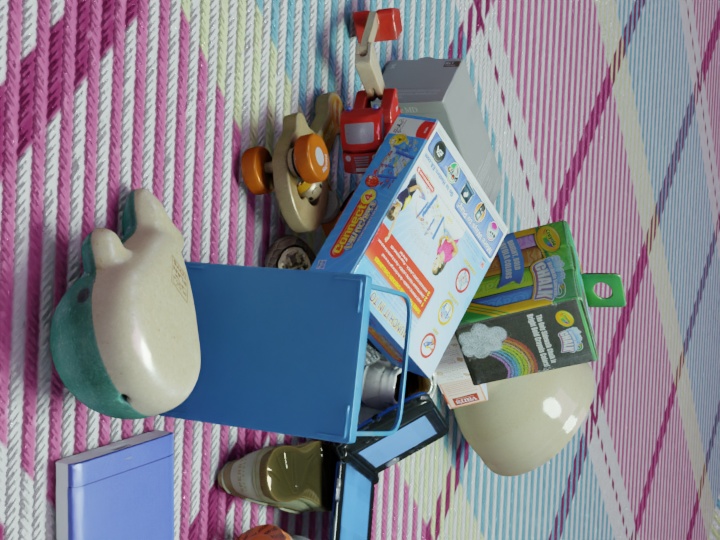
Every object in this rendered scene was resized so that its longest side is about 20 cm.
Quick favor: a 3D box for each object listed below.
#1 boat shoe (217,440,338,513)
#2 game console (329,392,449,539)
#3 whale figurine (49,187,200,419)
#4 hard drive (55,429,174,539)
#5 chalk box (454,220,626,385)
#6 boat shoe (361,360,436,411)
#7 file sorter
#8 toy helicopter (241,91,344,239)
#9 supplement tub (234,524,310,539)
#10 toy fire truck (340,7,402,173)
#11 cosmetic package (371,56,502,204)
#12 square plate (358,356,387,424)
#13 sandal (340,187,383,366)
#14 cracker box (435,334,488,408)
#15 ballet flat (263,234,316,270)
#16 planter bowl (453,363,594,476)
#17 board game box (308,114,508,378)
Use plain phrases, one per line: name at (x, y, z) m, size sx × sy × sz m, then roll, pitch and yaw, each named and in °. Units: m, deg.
boat shoe at (-0.076, 0.217, 1.203) m, size 0.200 × 0.062 × 0.075 m, roll 21°, pitch 64°, yaw -66°
game console at (0.036, 0.240, 1.283) m, size 0.120 × 0.169 × 0.200 m, roll 62°, pitch 2°, yaw 20°
whale figurine at (-0.193, 0.028, 0.944) m, size 0.160 × 0.102 × 0.202 m, roll 60°, pitch 20°, yaw -44°
hard drive at (-0.207, 0.251, 0.989) m, size 0.131 × 0.025 × 0.204 m, roll -9°, pitch 101°, yaw -61°
chalk box at (0.209, 0.034, 1.356) m, size 0.126 × 0.196 × 0.125 m, roll 64°, pitch 17°, yaw -46°
boat shoe at (0.054, 0.133, 1.340) m, size 0.199 × 0.069 × 0.072 m, roll 19°, pitch 78°, yaw -65°
file sorter at (-0.063, 0.074, 1.055) m, size 0.122 × 0.197 × 0.142 m, roll 14°, pitch 81°, yaw -62°
toy helicopter at (-0.044, -0.113, 1.201) m, size 0.202 × 0.078 × 0.134 m, roll -71°, pitch 143°, yaw -48°
supplement tub at (-0.054, 0.349, 1.154) m, size 0.200 × 0.121 × 0.124 m, roll 49°, pitch 50°, yaw -31°
toy fire truck at (0.013, -0.200, 1.256) m, size 0.201 × 0.048 × 0.144 m, roll -66°, pitch 151°, yaw -64°
cosmetic package at (0.095, -0.155, 1.408) m, size 0.201 × 0.105 × 0.091 m, roll 61°, pitch 42°, yaw -41°
square plate at (-0.002, 0.081, 1.336) m, size 0.198 × 0.028 × 0.204 m, roll -41°, pitch 128°, yaw -53°
sandal at (-0.001, 0.000, 1.256) m, size 0.075 × 0.043 × 0.204 m, roll 7°, pitch 97°, yaw -17°
cracker box at (0.104, 0.059, 1.454) m, size 0.135 × 0.057 × 0.201 m, roll -91°, pitch 160°, yaw -45°
ballet flat at (-0.053, 0.060, 1.200) m, size 0.066 × 0.046 × 0.204 m, roll -19°, pitch 112°, yaw -20°
planter bowl at (0.200, 0.157, 1.573) m, size 0.135 × 0.199 × 0.202 m, roll 42°, pitch 52°, yaw -21°
board game box at (0.057, -0.023, 1.213) m, size 0.198 × 0.055 × 0.200 m, roll -59°, pitch 138°, yaw -18°
